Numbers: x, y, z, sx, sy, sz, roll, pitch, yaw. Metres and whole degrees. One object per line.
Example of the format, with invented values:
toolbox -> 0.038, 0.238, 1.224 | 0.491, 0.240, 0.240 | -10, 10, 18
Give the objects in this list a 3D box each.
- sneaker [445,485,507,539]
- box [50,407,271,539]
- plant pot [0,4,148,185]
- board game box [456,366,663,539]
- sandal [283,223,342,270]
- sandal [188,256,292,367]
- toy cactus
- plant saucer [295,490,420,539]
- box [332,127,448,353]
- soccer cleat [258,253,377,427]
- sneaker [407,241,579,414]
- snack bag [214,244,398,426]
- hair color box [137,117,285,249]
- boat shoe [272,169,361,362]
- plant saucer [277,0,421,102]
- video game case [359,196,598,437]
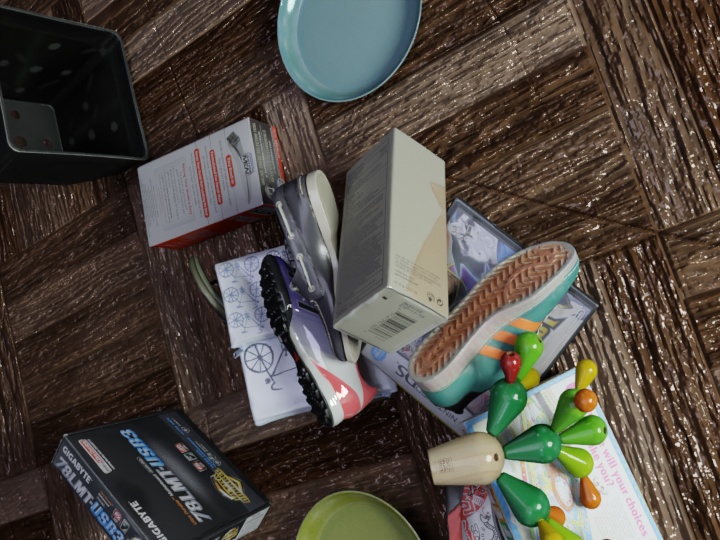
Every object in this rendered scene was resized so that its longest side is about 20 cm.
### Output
sneaker -> 0.148, 0.305, 0.693 | 0.106, 0.067, 0.207 | -10, 75, 29
box -> -0.238, 0.262, 0.838 | 0.199, 0.197, 0.050 | 38, 104, 24
plant pot -> -0.448, -0.221, 0.972 | 0.175, 0.198, 0.205 | -23, 79, 39
board game box -> 0.194, 0.213, 0.653 | 0.132, 0.034, 0.204 | -22, 79, -10
sandal -> 0.000, 0.000, 0.778 | 0.197, 0.045, 0.076 | 28, 100, -3
sandal -> -0.141, 0.053, 0.865 | 0.200, 0.080, 0.057 | 41, 76, 8
toy cactus -> 0.141, 0.163, 0.603 | 0.161, 0.102, 0.206 | -12, 90, 4
plant saucer -> 0.007, 0.357, 0.793 | 0.196, 0.031, 0.206 | -2, 87, 32
box -> 0.032, -0.033, 0.696 | 0.094, 0.077, 0.204 | -36, 39, 43
soccer cleat -> -0.051, 0.070, 0.769 | 0.203, 0.072, 0.068 | 64, 154, 10
sneaker -> 0.139, 0.058, 0.672 | 0.199, 0.080, 0.072 | -41, 32, 3
snack bag -> -0.065, 0.067, 0.804 | 0.184, 0.021, 0.205 | -13, 83, 2
hair color box -> -0.194, -0.108, 0.894 | 0.196, 0.063, 0.114 | -16, 81, 29
boat shoe -> -0.045, 0.001, 0.726 | 0.061, 0.073, 0.205 | -12, 96, 15
plant saucer -> -0.013, -0.301, 0.816 | 0.196, 0.027, 0.206 | 0, 89, 28
video game case -> 0.116, 0.059, 0.721 | 0.179, 0.025, 0.202 | 38, 106, 11
